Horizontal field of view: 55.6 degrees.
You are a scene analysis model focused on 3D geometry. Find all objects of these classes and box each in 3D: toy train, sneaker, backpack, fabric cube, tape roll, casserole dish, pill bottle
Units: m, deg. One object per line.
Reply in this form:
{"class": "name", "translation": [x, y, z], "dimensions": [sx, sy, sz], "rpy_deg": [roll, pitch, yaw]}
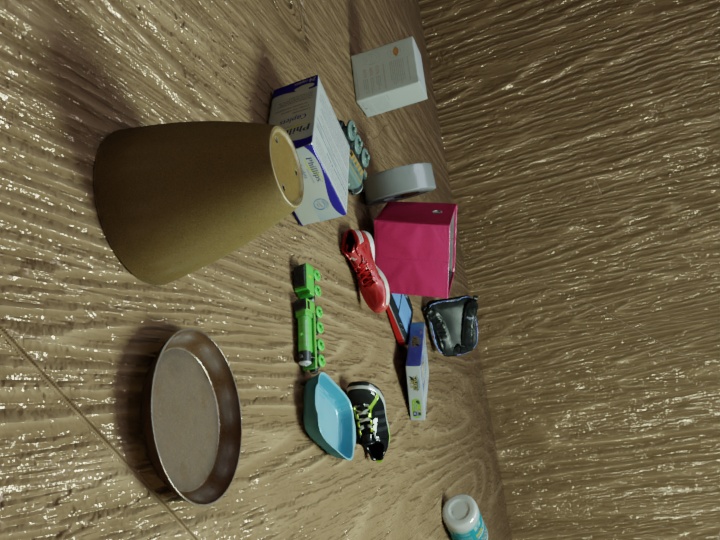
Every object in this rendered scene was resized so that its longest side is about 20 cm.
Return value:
{"class": "toy train", "translation": [-0.094, 0.083, 1.227], "dimensions": [0.056, 0.041, 0.206], "rpy_deg": [33, 47, -54]}
{"class": "sneaker", "translation": [0.000, 0.000, 1.582], "dimensions": [0.115, 0.077, 0.205], "rpy_deg": [12, 55, -63]}
{"class": "toy train", "translation": [-0.037, -0.266, 1.609], "dimensions": [0.201, 0.083, 0.117], "rpy_deg": [56, 39, -57]}
{"class": "backpack", "translation": [0.314, 0.191, 2.339], "dimensions": [0.154, 0.194, 0.197], "rpy_deg": [-13, 94, -87]}
{"class": "sneaker", "translation": [0.022, 0.316, 1.406], "dimensions": [0.084, 0.070, 0.203], "rpy_deg": [-78, 152, -52]}
{"class": "fabric cube", "translation": [0.147, -0.061, 1.792], "dimensions": [0.197, 0.193, 0.206], "rpy_deg": [-55, 147, -65]}
{"class": "tape roll", "translation": [0.103, -0.232, 1.841], "dimensions": [0.200, 0.195, 0.068], "rpy_deg": [-12, 89, -74]}
{"class": "casserole dish", "translation": [-0.057, 0.265, 1.226], "dimensions": [0.201, 0.038, 0.124], "rpy_deg": [56, 28, -52]}
{"class": "pill bottle", "translation": [0.318, 0.770, 2.041], "dimensions": [0.112, 0.108, 0.203], "rpy_deg": [-82, 155, -49]}

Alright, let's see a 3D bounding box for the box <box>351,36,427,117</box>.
{"class": "box", "translation": [0.085, -0.569, 2.016], "dimensions": [0.106, 0.194, 0.157], "rpy_deg": [36, 45, -66]}

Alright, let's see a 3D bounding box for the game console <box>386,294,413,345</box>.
{"class": "game console", "translation": [0.107, 0.093, 1.930], "dimensions": [0.202, 0.030, 0.181], "rpy_deg": [-74, 149, -59]}

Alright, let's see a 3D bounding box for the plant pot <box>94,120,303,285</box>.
{"class": "plant pot", "translation": [-0.172, -0.097, 0.799], "dimensions": [0.186, 0.195, 0.192], "rpy_deg": [-12, 90, -73]}

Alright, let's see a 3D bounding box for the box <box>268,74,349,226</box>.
{"class": "box", "translation": [-0.098, -0.228, 1.313], "dimensions": [0.186, 0.102, 0.204], "rpy_deg": [61, 22, -46]}

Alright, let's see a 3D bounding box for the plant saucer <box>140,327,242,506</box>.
{"class": "plant saucer", "translation": [-0.200, 0.172, 0.806], "dimensions": [0.200, 0.034, 0.207], "rpy_deg": [-12, 91, -73]}

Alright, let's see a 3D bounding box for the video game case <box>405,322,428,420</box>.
{"class": "video game case", "translation": [0.159, 0.277, 1.899], "dimensions": [0.202, 0.044, 0.186], "rpy_deg": [-74, 161, -59]}
